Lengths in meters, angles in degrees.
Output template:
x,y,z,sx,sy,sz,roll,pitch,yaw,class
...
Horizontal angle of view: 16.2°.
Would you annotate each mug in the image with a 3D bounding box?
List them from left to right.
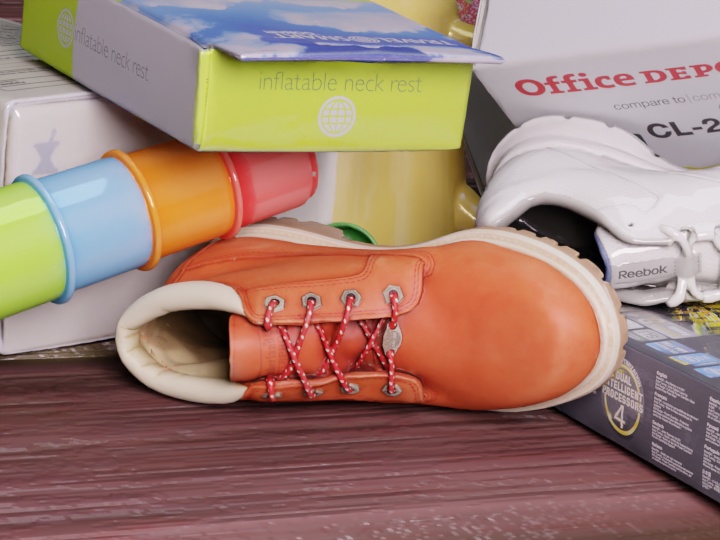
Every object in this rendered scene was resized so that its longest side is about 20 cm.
x,y,z,sx,sy,sz,roll,pitch,yaw,class
0.002,-0.079,1.219,0.186,0.154,0.149,1,14,-17,mug

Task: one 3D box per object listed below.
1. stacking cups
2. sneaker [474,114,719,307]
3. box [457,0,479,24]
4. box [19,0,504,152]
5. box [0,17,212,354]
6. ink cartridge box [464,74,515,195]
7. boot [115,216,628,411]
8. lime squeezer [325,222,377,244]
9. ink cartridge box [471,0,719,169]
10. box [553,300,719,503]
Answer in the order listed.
x,y,z,sx,sy,sz,roll,pitch,yaw,class
-0.108,-0.020,0.993,0.199,0.061,0.060,-21,25,-25,stacking cups
0.140,-0.011,1.033,0.199,0.075,0.087,3,27,19,sneaker
-0.012,-0.153,1.609,0.199,0.096,0.100,1,14,-14,box
-0.044,-0.089,1.023,0.121,0.048,0.200,-3,19,-30,box
-0.169,-0.046,1.118,0.128,0.110,0.200,-9,21,-44,box
0.169,-0.094,1.346,0.199,0.088,0.145,-6,-17,-42,ink cartridge box
0.001,0.027,0.990,0.199,0.075,0.107,4,15,30,boot
0.000,0.000,1.110,0.200,0.038,0.071,25,-3,36,lime squeezer
0.156,-0.074,1.116,0.145,0.083,0.200,-5,-33,31,ink cartridge box
0.187,0.054,0.979,0.160,0.049,0.200,-5,15,-24,box
